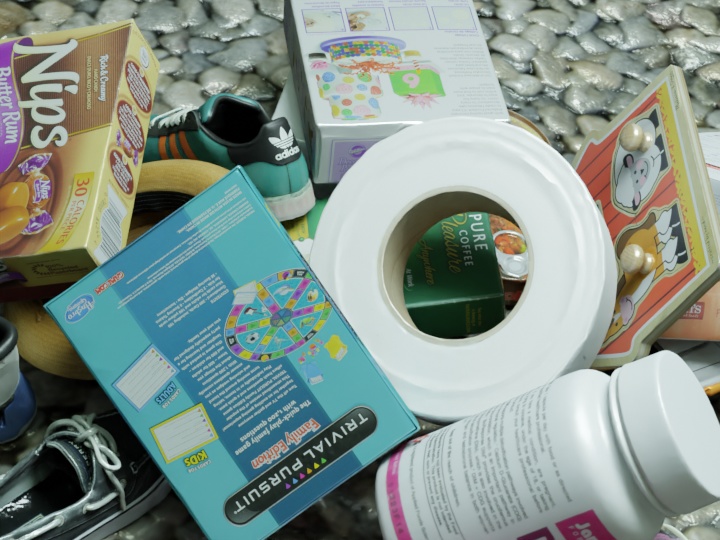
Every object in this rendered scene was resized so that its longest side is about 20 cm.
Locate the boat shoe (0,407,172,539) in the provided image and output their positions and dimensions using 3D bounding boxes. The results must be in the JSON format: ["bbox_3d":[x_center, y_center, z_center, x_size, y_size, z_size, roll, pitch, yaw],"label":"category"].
[{"bbox_3d":[-0.180,0.128,1.261,0.073,0.068,0.199,38,49,25],"label":"boat shoe"}]

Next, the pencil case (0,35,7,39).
[{"bbox_3d":[-0.249,-0.101,1.475,0.089,0.078,0.200,-42,60,-12],"label":"pencil case"}]

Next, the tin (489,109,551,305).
[{"bbox_3d":[0.104,-0.052,1.531,0.111,0.042,0.201,-2,45,-8],"label":"tin"}]

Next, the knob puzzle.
[{"bbox_3d":[0.168,-0.020,1.373,0.030,0.220,0.221,15,39,-27],"label":"knob puzzle"}]

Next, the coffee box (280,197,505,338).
[{"bbox_3d":[0.000,0.000,1.422,0.198,0.044,0.124,-8,46,-2],"label":"coffee box"}]

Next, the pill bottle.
[{"bbox_3d":[0.118,0.129,1.217,0.199,0.113,0.114,-26,37,25],"label":"pill bottle"}]

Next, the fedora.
[{"bbox_3d":[-0.144,0.014,1.356,0.199,0.082,0.202,-12,50,14],"label":"fedora"}]

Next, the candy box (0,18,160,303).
[{"bbox_3d":[-0.212,-0.075,1.359,0.116,0.057,0.201,-6,55,18],"label":"candy box"}]

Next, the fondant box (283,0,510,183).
[{"bbox_3d":[0.023,-0.151,1.490,0.143,0.059,0.201,-2,42,-9],"label":"fondant box"}]

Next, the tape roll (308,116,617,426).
[{"bbox_3d":[0.070,0.003,1.314,0.201,0.071,0.204,-3,79,13],"label":"tape roll"}]

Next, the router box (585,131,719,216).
[{"bbox_3d":[0.290,-0.055,1.438,0.178,0.049,0.199,-5,19,-39],"label":"router box"}]

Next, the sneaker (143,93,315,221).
[{"bbox_3d":[-0.109,-0.100,1.468,0.071,0.081,0.199,-28,33,-36],"label":"sneaker"}]

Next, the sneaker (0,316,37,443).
[{"bbox_3d":[-0.309,0.049,1.282,0.198,0.116,0.081,1,43,-11],"label":"sneaker"}]

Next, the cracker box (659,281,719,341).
[{"bbox_3d":[0.255,-0.002,1.435,0.133,0.058,0.200,4,15,-8],"label":"cracker box"}]

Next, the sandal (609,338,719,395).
[{"bbox_3d":[0.196,0.071,1.382,0.206,0.079,0.060,-23,97,-30],"label":"sandal"}]

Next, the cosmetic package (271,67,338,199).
[{"bbox_3d":[-0.007,-0.130,1.562,0.101,0.072,0.201,14,43,4],"label":"cosmetic package"}]

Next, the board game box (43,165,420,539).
[{"bbox_3d":[-0.080,0.059,1.247,0.150,0.047,0.201,-35,94,1],"label":"board game box"}]

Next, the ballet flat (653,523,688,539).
[{"bbox_3d":[0.164,0.170,1.301,0.200,0.069,0.071,39,31,21],"label":"ballet flat"}]
